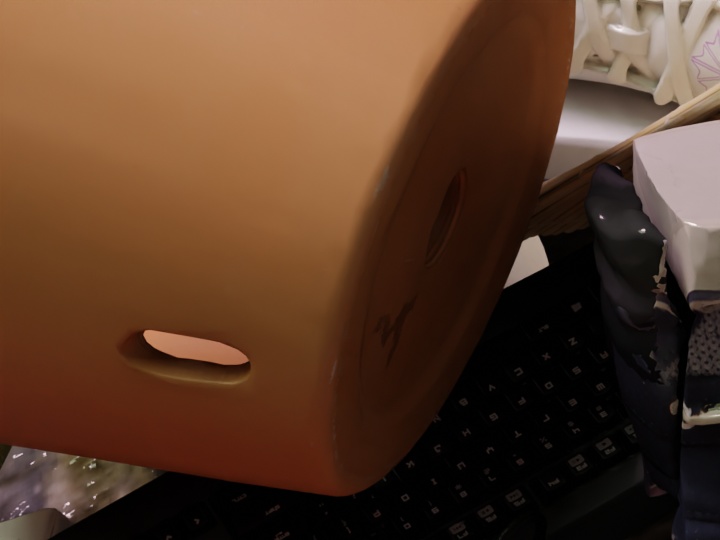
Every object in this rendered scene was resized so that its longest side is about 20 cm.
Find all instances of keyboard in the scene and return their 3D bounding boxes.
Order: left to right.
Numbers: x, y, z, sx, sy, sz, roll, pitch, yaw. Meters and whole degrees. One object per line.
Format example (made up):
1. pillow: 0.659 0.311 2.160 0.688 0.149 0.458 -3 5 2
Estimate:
1. keyboard: 0.010 0.061 0.712 0.200 0.040 0.104 -30 58 -11

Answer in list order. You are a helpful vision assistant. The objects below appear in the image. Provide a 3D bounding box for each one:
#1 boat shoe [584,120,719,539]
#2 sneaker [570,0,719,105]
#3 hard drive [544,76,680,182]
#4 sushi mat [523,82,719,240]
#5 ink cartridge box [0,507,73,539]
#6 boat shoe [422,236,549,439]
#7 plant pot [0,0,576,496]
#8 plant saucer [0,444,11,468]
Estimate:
1. boat shoe: 0.150 0.008 0.678 0.200 0.093 0.075 -7 27 -6
2. sneaker: 0.080 -0.082 0.796 0.200 0.075 0.100 -5 42 -6
3. hard drive: -0.002 -0.073 0.864 0.200 0.025 0.132 5 37 4
4. sushi mat: 0.113 -0.043 0.705 0.096 0.012 0.200 -8 -12 -28
5. ink cartridge box: -0.124 0.163 0.730 0.117 0.067 0.200 -19 35 26
6. boat shoe: 0.003 0.000 0.837 0.074 0.063 0.201 -8 36 -16
7. plant pot: -0.039 -0.036 0.696 0.140 0.200 0.200 21 56 15
8. plant saucer: -0.200 0.080 0.836 0.200 0.048 0.200 -20 -6 -35
